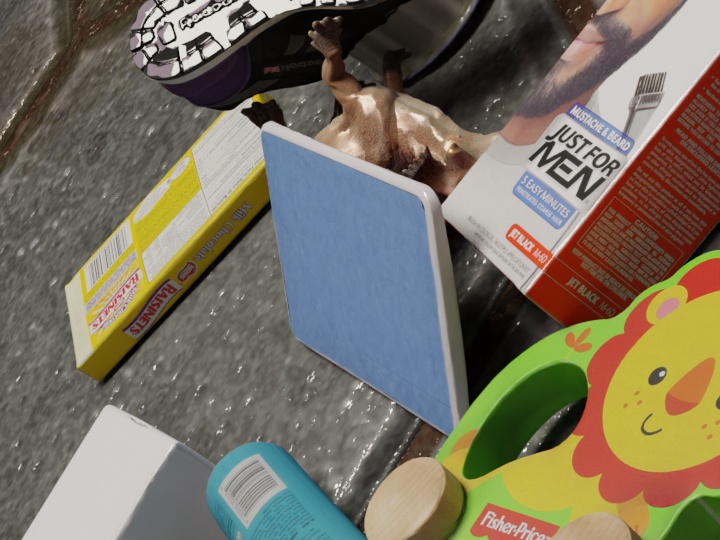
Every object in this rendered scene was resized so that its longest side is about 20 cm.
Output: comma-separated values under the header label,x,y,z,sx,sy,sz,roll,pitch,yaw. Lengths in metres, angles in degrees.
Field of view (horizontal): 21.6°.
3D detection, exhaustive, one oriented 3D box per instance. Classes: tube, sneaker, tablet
label,x,y,z,sx,sy,sz,roll,pitch,yaw
tube,-0.018,0.147,0.898,0.200,0.050,0.078,44,115,57
sneaker,-0.025,-0.150,1.065,0.200,0.088,0.076,-19,65,19
tablet,0.000,0.000,0.971,0.014,0.130,0.200,-17,20,-23

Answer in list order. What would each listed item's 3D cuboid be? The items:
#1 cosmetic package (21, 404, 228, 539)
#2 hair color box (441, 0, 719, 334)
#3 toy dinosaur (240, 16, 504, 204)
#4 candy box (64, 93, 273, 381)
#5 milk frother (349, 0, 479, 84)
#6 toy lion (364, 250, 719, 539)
label,x,y,z,sx,sy,sz,roll,pitch,yaw
cosmetic package,-0.146,0.182,1.021,0.200,0.074,0.102,-57,30,-8
hair color box,0.136,-0.071,0.884,0.200,0.064,0.111,-51,29,4
toy dinosaur,0.001,-0.051,1.049,0.200,0.086,0.136,-38,62,53
candy box,-0.121,-0.026,1.245,0.200,0.026,0.102,-46,33,15
milk frother,0.006,-0.229,1.091,0.200,0.188,0.181,15,76,62
toy lion,0.117,0.066,0.780,0.192,0.069,0.200,-55,28,-16
